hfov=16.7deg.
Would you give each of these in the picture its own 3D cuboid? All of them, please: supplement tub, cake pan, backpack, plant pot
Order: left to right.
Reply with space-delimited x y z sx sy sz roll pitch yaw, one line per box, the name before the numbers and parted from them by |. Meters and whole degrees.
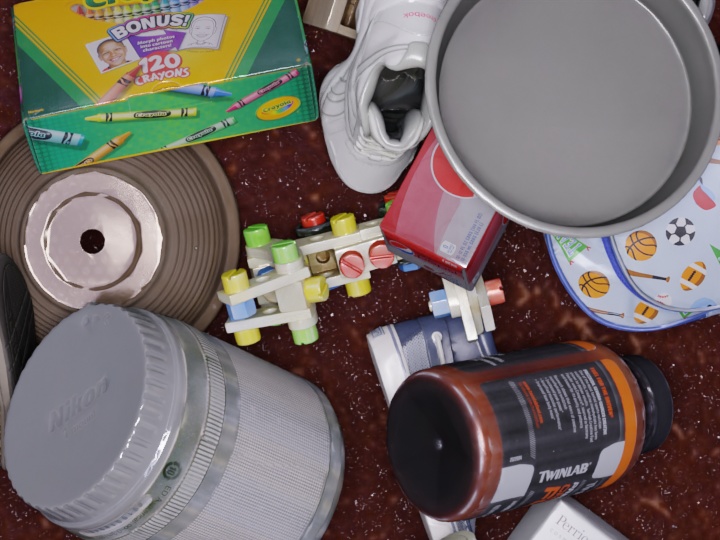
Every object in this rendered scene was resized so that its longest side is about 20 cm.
plant pot | -0.185 -0.023 1.731 0.200 0.093 0.202 0 93 1
supplement tub | 0.122 0.106 1.684 0.199 0.107 0.107 -8 95 -38
cake pan | 0.137 -0.117 1.598 0.199 0.037 0.201 2 80 -9
backpack | 0.218 -0.044 1.706 0.190 0.154 0.201 -17 95 9

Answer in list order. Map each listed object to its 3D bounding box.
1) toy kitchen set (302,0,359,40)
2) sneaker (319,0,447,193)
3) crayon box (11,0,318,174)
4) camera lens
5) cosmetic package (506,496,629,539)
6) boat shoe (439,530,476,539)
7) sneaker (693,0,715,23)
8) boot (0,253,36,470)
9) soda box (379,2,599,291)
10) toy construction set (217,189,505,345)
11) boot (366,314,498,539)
toy kitchen set | 0.098 -0.220 1.678 0.163 0.200 0.181 16 94 -31
sneaker | 0.014 -0.109 1.681 0.078 0.200 0.100 5 52 -6
crayon box | -0.136 -0.145 1.703 0.199 0.119 0.058 -11 138 -1
camera lens | -0.122 0.123 1.674 0.200 0.160 0.160 27 94 -41
cosmetic package | 0.124 0.266 1.754 0.113 0.081 0.200 34 95 -3
boat shoe | 0.040 0.240 1.712 0.068 0.200 0.072 46 51 3
sneaker | 0.161 -0.155 1.729 0.200 0.080 0.071 -31 95 3
boot | -0.303 0.063 1.710 0.150 0.200 0.073 6 50 5
soda box | 0.089 -0.092 1.654 0.070 0.063 0.200 25 79 13
toy construction set | 0.000 0.000 1.711 0.199 0.131 0.092 0 105 -3
boot | 0.076 0.126 1.750 0.090 0.073 0.201 -17 98 -3
